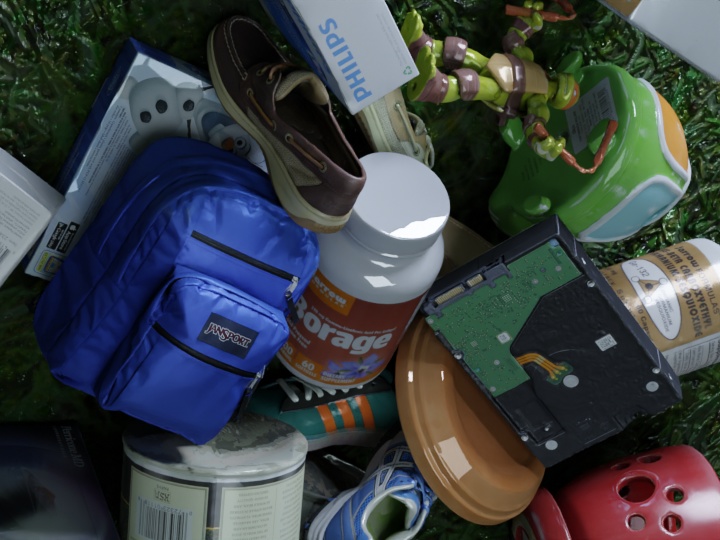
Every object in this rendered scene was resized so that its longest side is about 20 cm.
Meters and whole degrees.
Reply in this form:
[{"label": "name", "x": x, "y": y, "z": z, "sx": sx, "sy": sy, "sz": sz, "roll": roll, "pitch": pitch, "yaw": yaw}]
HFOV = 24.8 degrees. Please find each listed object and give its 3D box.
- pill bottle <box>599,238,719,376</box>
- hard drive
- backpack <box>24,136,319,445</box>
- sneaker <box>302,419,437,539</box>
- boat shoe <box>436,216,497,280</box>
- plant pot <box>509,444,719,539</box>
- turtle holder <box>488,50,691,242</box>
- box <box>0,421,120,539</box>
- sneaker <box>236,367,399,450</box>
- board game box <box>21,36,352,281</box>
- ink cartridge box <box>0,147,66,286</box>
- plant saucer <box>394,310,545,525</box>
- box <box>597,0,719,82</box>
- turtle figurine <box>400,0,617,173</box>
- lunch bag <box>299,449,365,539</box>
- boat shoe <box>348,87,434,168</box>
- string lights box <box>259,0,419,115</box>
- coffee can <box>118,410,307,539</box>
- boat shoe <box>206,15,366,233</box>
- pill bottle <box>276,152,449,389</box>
[{"label": "pill bottle", "x": 0.293, "y": 0.034, "z": 1.487, "sx": 0.200, "sy": 0.114, "sz": 0.114, "roll": -18, "pitch": 122, "yaw": -12}, {"label": "hard drive", "x": 0.158, "y": 0.062, "z": 1.366, "sx": 0.140, "sy": 0.038, "sz": 0.200, "roll": -31, "pitch": 117, "yaw": 21}, {"label": "backpack", "x": -0.122, "y": 0.016, "z": 1.234, "sx": 0.162, "sy": 0.168, "sz": 0.200, "roll": 24, "pitch": 104, "yaw": -38}, {"label": "sneaker", "x": 0.040, "y": 0.187, "z": 1.391, "sx": 0.200, "sy": 0.077, "sz": 0.076, "roll": -48, "pitch": 114, "yaw": -31}, {"label": "boat shoe", "x": 0.131, "y": 0.016, "z": 1.409, "sx": 0.200, "sy": 0.074, "sz": 0.069, "roll": 42, "pitch": 135, "yaw": -15}, {"label": "plant pot", "x": 0.248, "y": 0.280, "z": 1.556, "sx": 0.182, "sy": 0.200, "sz": 0.201, "roll": -12, "pitch": 120, "yaw": -7}, {"label": "turtle holder", "x": 0.193, "y": -0.077, "z": 1.373, "sx": 0.132, "sy": 0.141, "sz": 0.186, "roll": 22, "pitch": 105, "yaw": -33}, {"label": "box", "x": -0.307, "y": 0.218, "z": 1.299, "sx": 0.198, "sy": 0.200, "sz": 0.123, "roll": 2, "pitch": 115, "yaw": -23}, {"label": "sneaker", "x": -0.021, "y": 0.108, "z": 1.434, "sx": 0.200, "sy": 0.071, "sz": 0.080, "roll": 3, "pitch": 115, "yaw": -32}, {"label": "board game box", "x": -0.139, "y": -0.057, "z": 1.311, "sx": 0.199, "sy": 0.043, "sz": 0.200, "roll": 22, "pitch": 107, "yaw": -28}, {"label": "ink cartridge box", "x": -0.329, "y": -0.007, "z": 1.229, "sx": 0.116, "sy": 0.067, "sz": 0.200, "roll": 39, "pitch": 100, "yaw": -10}, {"label": "plant saucer", "x": 0.106, "y": 0.118, "z": 1.421, "sx": 0.037, "sy": 0.200, "sz": 0.200, "roll": -21, "pitch": 133, "yaw": 37}, {"label": "box", "x": 0.237, "y": -0.262, "z": 1.256, "sx": 0.106, "sy": 0.200, "sz": 0.152, "roll": 26, "pitch": 105, "yaw": -32}, {"label": "turtle figurine", "x": 0.109, "y": -0.157, "z": 1.288, "sx": 0.161, "sy": 0.200, "sz": 0.064, "roll": 10, "pitch": 143, "yaw": -22}, {"label": "lunch bag", "x": -0.058, "y": 0.248, "z": 1.464, "sx": 0.200, "sy": 0.118, "sz": 0.164, "roll": 25, "pitch": 107, "yaw": -35}, {"label": "boat shoe", "x": 0.025, "y": -0.131, "z": 1.322, "sx": 0.063, "sy": 0.073, "sz": 0.201, "roll": -29, "pitch": 116, "yaw": -1}, {"label": "string lights box", "x": -0.035, "y": -0.201, "z": 1.182, "sx": 0.059, "sy": 0.200, "sz": 0.103, "roll": -31, "pitch": 124, "yaw": -3}, {"label": "coffee can", "x": -0.120, "y": 0.226, "z": 1.296, "sx": 0.146, "sy": 0.146, "sz": 0.200, "roll": 0, "pitch": 105, "yaw": -21}, {"label": "boat shoe", "x": -0.051, "y": -0.124, "z": 1.220, "sx": 0.072, "sy": 0.200, "sz": 0.072, "roll": -2, "pitch": 144, "yaw": -37}, {"label": "pill bottle", "x": 0.000, "y": 0.000, "z": 1.311, "sx": 0.112, "sy": 0.112, "sz": 0.200, "roll": -1, "pitch": 145, "yaw": -21}]
